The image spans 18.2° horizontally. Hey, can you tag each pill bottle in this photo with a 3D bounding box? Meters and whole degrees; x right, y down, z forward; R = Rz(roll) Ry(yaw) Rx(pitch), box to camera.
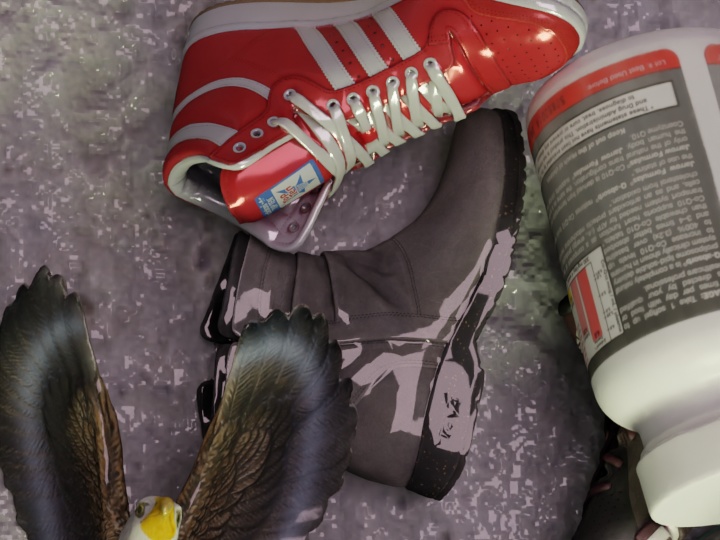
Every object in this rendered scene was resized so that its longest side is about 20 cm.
[{"bbox_3d":[0.149,0.004,1.002,0.115,0.116,0.201,-5,68,-17],"label":"pill bottle"}]

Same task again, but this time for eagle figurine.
[{"bbox_3d":[-0.091,0.113,0.962,0.151,0.150,0.201,34,49,-34],"label":"eagle figurine"}]

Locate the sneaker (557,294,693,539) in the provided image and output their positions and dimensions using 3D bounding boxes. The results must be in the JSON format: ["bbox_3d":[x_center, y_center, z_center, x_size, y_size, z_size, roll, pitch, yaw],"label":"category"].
[{"bbox_3d":[0.120,0.071,1.068,0.116,0.076,0.200,45,59,3],"label":"sneaker"}]

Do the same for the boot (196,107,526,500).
[{"bbox_3d":[0.000,0.000,1.049,0.131,0.070,0.201,15,68,-5],"label":"boot"}]

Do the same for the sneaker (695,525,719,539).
[{"bbox_3d":[0.238,0.120,1.046,0.200,0.140,0.078,-36,88,-20],"label":"sneaker"}]

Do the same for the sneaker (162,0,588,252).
[{"bbox_3d":[0.002,-0.071,1.006,0.199,0.071,0.113,-5,52,26],"label":"sneaker"}]
